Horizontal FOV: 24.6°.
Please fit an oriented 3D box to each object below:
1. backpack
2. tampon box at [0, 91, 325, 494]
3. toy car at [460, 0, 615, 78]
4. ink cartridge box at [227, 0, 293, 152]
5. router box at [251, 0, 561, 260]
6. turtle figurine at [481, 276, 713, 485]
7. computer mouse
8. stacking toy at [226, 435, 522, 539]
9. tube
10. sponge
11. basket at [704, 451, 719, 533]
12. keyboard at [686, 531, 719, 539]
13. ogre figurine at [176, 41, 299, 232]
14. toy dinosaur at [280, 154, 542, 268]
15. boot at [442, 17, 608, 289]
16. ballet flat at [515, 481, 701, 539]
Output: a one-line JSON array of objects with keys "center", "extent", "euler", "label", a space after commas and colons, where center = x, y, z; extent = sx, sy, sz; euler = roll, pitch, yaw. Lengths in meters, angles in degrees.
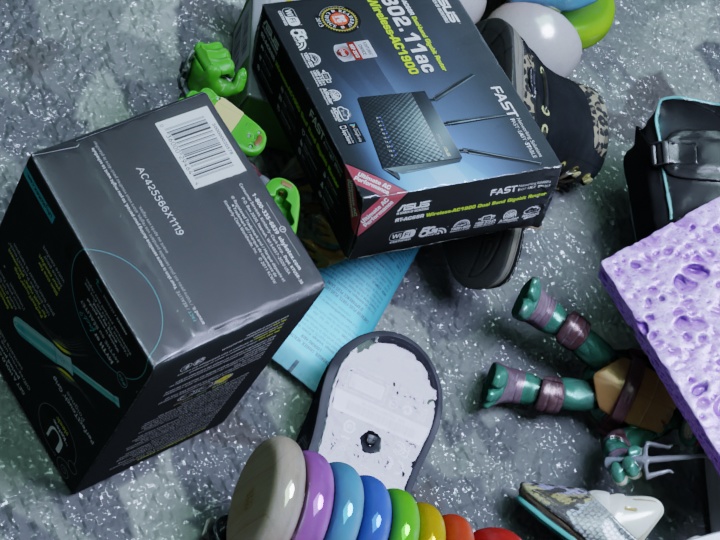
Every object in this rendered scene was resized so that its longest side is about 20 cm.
[{"center": [0.311, -0.034, 1.281], "extent": [0.199, 0.154, 0.177], "euler": [-3, 61, -6], "label": "backpack"}, {"center": [-0.139, 0.018, 1.021], "extent": [0.126, 0.200, 0.150], "euler": [-24, 75, -33], "label": "tampon box"}, {"center": [0.130, -0.261, 1.336], "extent": [0.199, 0.150, 0.176], "euler": [28, 54, -7], "label": "toy car"}, {"center": [0.001, -0.136, 1.260], "extent": [0.199, 0.059, 0.104], "euler": [13, 57, -18], "label": "ink cartridge box"}, {"center": [0.028, -0.109, 1.146], "extent": [0.149, 0.062, 0.201], "euler": [-10, 53, -23], "label": "router box"}, {"center": [0.195, 0.087, 1.193], "extent": [0.199, 0.101, 0.150], "euler": [21, 68, -1], "label": "turtle figurine"}, {"center": [-0.013, 0.134, 1.108], "extent": [0.138, 0.053, 0.201], "euler": [29, 66, -9], "label": "computer mouse"}, {"center": [0.019, 0.172, 1.044], "extent": [0.199, 0.085, 0.086], "euler": [21, 55, -21], "label": "stacking toy"}, {"center": [0.000, 0.000, 1.193], "extent": [0.077, 0.050, 0.200], "euler": [35, 58, -2], "label": "tube"}, {"center": [0.261, 0.056, 1.142], "extent": [0.111, 0.030, 0.201], "euler": [-27, 72, -9], "label": "sponge"}, {"center": [0.340, 0.186, 1.188], "extent": [0.135, 0.123, 0.201], "euler": [12, 58, -18], "label": "basket"}, {"center": [0.274, 0.191, 1.090], "extent": [0.199, 0.011, 0.056], "euler": [-12, 58, -14], "label": "keyboard"}, {"center": [-0.089, -0.040, 1.128], "extent": [0.098, 0.120, 0.200], "euler": [-30, 76, -30], "label": "ogre figurine"}, {"center": [0.013, -0.047, 1.157], "extent": [0.199, 0.061, 0.106], "euler": [23, 56, 27], "label": "toy dinosaur"}, {"center": [0.132, -0.074, 1.255], "extent": [0.153, 0.073, 0.205], "euler": [20, 69, -50], "label": "boot"}, {"center": [0.201, 0.198, 1.142], "extent": [0.200, 0.072, 0.072], "euler": [41, 53, 9], "label": "ballet flat"}]
